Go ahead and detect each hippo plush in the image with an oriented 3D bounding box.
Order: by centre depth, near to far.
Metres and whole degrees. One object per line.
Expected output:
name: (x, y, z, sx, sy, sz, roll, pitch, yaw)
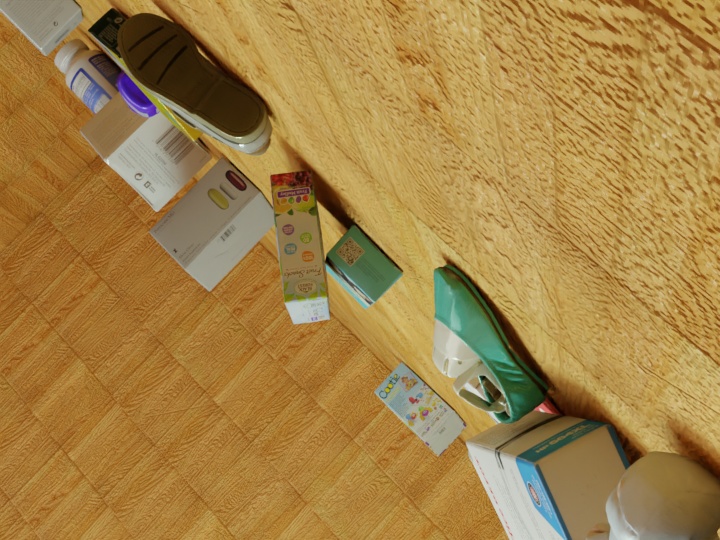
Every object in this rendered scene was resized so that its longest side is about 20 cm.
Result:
hippo plush: (0.243, 0.209, 0.679, 0.162, 0.157, 0.201, -97, -9, -45)

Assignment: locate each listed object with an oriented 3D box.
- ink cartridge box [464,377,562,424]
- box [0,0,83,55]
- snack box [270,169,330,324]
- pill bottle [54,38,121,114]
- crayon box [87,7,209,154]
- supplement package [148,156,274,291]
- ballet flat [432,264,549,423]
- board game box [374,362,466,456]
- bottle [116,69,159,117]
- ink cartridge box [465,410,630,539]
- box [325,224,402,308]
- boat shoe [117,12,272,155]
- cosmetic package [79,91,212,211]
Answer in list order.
ink cartridge box: (0.192, 0.174, 1.123, 0.200, 0.045, 0.176, 48, 175, -29)
box: (-0.617, -0.507, 1.836, 0.200, 0.106, 0.152, 46, 175, -16)
snack box: (-0.068, -0.021, 1.169, 0.200, 0.052, 0.144, 94, 168, -80)
pill bottle: (-0.596, -0.427, 2.278, 0.200, 0.112, 0.112, 45, 175, 5)
crayon box: (-0.276, -0.260, 1.389, 0.127, 0.051, 0.200, 40, 172, 44)
supplement package: (-0.275, -0.086, 1.907, 0.111, 0.200, 0.156, 42, 174, 18)
ballet flat: (0.106, 0.079, 0.907, 0.200, 0.070, 0.067, 50, 173, -38)
board game box: (0.145, 0.336, 2.439, 0.200, 0.105, 0.103, 42, 175, 38)
bottle: (-0.374, -0.306, 1.730, 0.084, 0.065, 0.200, 46, 175, -9)
ink cartridge box: (0.189, 0.216, 0.942, 0.147, 0.084, 0.200, 65, 169, -2)
box: (0.000, 0.000, 1.244, 0.082, 0.049, 0.200, 45, 175, 1)
boat shoe: (-0.171, -0.183, 1.025, 0.200, 0.075, 0.069, 43, 169, 18)
cosmetic package: (-0.442, -0.261, 2.066, 0.168, 0.166, 0.200, 48, 175, -38)
